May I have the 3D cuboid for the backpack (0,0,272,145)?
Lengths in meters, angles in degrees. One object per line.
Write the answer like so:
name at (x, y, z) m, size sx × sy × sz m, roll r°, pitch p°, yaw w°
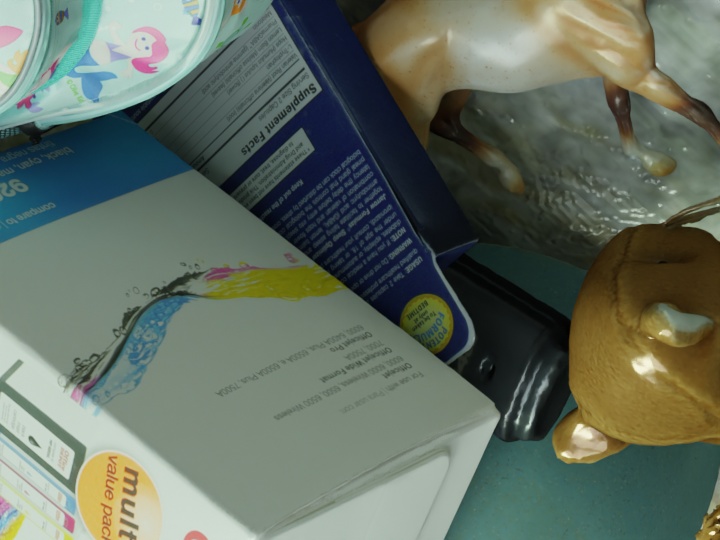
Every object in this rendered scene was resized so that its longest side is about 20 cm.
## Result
backpack at (-0.131, -0.132, 0.968) m, size 0.199 × 0.151 × 0.179 m, roll -10°, pitch 106°, yaw 22°

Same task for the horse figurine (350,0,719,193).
horse figurine at (0.059, -0.076, 1.027) m, size 0.199 × 0.050 × 0.133 m, roll -9°, pitch 129°, yaw 27°

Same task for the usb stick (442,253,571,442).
usb stick at (0.000, 0.000, 1.069) m, size 0.199 × 0.033 × 0.056 m, roll 32°, pitch 104°, yaw 28°

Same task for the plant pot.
plant pot at (0.041, 0.107, 1.120) m, size 0.199 × 0.135 × 0.201 m, roll 9°, pitch 134°, yaw 9°

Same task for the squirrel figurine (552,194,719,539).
squirrel figurine at (0.168, 0.059, 0.993) m, size 0.186 × 0.201 × 0.142 m, roll 9°, pitch 147°, yaw -24°

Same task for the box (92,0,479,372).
box at (-0.032, -0.035, 1.038) m, size 0.121 × 0.032 × 0.201 m, roll -40°, pitch 76°, yaw 43°

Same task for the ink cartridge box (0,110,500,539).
ink cartridge box at (-0.083, 0.069, 0.993) m, size 0.200 × 0.144 × 0.148 m, roll 37°, pitch 125°, yaw 23°
